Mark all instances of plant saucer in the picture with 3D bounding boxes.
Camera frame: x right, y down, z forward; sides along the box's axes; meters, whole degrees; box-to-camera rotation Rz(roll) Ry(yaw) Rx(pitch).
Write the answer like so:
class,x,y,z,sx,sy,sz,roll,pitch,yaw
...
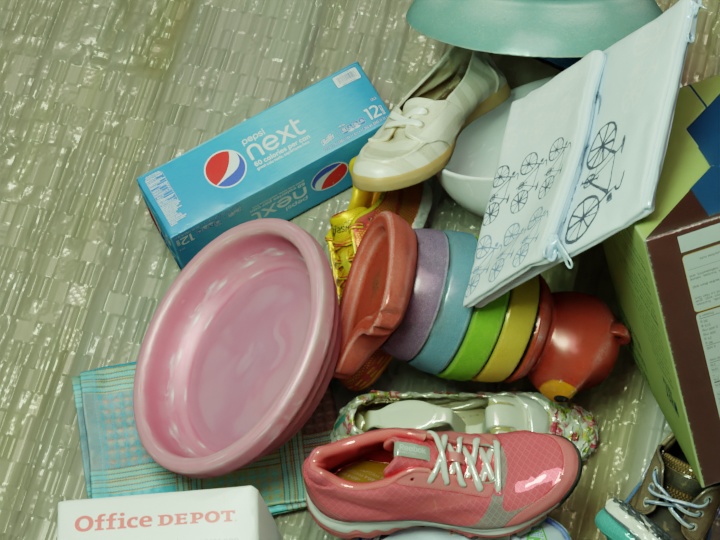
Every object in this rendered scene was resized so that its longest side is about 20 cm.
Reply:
class,x,y,z,sx,sy,sz,roll,pitch,yaw
plant saucer,-0.084,0.062,1.649,0.200,0.051,0.201,-28,47,35
plant saucer,0.134,-0.203,1.692,0.199,0.036,0.200,1,22,-1

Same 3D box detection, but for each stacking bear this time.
class,x,y,z,sx,sy,sz,roll,pitch,yaw
stacking bear,0.094,0.037,1.633,0.199,0.121,0.114,17,59,-14

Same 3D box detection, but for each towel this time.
class,x,y,z,sx,sy,sz,roll,pitch,yaw
towel,-0.115,0.125,1.705,0.199,0.022,0.147,-11,65,0

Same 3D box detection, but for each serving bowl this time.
class,x,y,z,sx,sy,sz,roll,pitch,yaw
serving bowl,0.155,-0.086,1.717,0.199,0.066,0.200,-15,24,6

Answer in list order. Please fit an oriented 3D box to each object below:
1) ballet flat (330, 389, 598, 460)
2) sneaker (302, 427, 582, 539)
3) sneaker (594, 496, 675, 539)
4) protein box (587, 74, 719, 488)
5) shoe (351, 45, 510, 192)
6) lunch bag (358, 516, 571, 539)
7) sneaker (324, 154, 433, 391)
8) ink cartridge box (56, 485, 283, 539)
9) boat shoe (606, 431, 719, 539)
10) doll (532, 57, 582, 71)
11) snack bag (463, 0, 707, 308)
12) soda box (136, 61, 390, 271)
class,x,y,z,sx,sy,sz,roll,pitch,yaw
ballet flat,0.077,0.119,1.657,0.199,0.064,0.076,-3,65,0
sneaker,0.053,0.144,1.565,0.199,0.087,0.074,-8,61,9
sneaker,0.216,0.248,1.551,0.079,0.078,0.200,-32,96,3
protein box,0.253,0.001,1.556,0.134,0.201,0.199,-18,28,-1
shoe,0.049,-0.119,1.714,0.070,0.054,0.200,1,28,33
lunch bag,0.056,0.241,1.603,0.160,0.076,0.200,22,68,21
sneaker,0.000,0.000,1.714,0.073,0.077,0.201,-28,44,43
ink cartridge box,-0.130,0.270,1.568,0.147,0.145,0.201,-4,63,5
boat shoe,0.228,0.159,1.623,0.072,0.072,0.200,22,69,14
doll,0.163,-0.175,1.742,0.136,0.049,0.200,3,18,-33
snack bag,0.149,-0.080,1.535,0.021,0.200,0.189,31,57,-22
soda box,-0.071,-0.080,1.772,0.200,0.068,0.064,-28,64,-7
